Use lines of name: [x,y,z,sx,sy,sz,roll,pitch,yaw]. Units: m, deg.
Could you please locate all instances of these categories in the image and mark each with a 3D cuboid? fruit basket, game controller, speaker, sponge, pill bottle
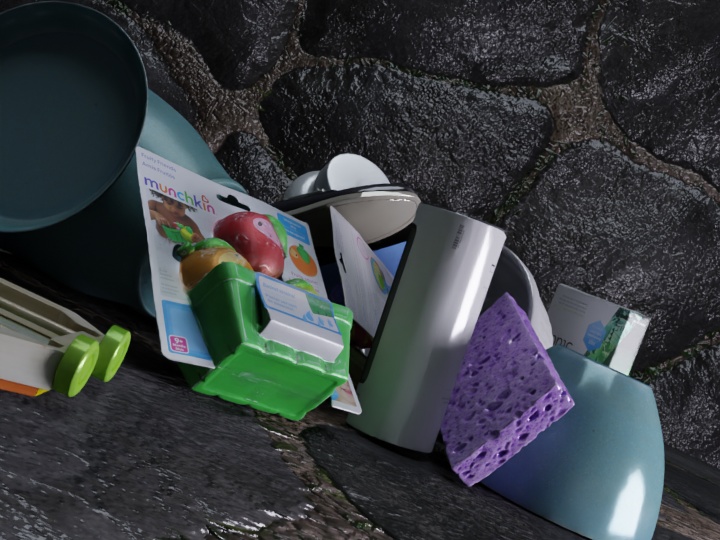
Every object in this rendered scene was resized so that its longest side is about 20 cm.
fruit basket: [-0.082,0.005,0.839,0.185,0.094,0.201,24,42,-39]
game controller: [0.000,0.000,1.107,0.042,0.199,0.105,-111,-173,-50]
speaker: [0.056,0.050,0.937,0.081,0.201,0.081,19,1,0]
sponge: [0.114,0.098,0.969,0.030,0.111,0.200,46,11,-18]
pill bottle: [-0.051,-0.036,1.183,0.110,0.112,0.200,24,-41,-22]

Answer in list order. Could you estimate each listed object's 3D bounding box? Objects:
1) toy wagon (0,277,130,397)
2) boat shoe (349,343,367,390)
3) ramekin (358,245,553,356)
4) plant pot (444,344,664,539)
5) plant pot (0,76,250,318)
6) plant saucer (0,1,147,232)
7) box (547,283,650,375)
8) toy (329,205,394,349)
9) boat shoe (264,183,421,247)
toy wagon: [-0.212,0.023,0.585,0.154,0.040,0.200,24,2,1]
boat shoe: [-0.063,0.075,1.049,0.199,0.063,0.073,28,-13,18]
ramekin: [0.108,0.074,1.166,0.200,0.201,0.105,25,-12,40]
plant pot: [0.194,0.147,1.004,0.199,0.135,0.200,25,2,-1]
plant pot: [-0.204,-0.058,0.969,0.188,0.201,0.200,33,5,26]
plant saucer: [-0.261,-0.122,0.890,0.199,0.201,0.027,25,-11,17]
box: [0.235,0.125,1.238,0.036,0.201,0.144,19,3,-24]
toy: [0.008,0.040,1.044,0.200,0.047,0.116,43,30,-51]
boat shoe: [-0.044,-0.059,1.044,0.199,0.063,0.073,-12,-37,-1]
